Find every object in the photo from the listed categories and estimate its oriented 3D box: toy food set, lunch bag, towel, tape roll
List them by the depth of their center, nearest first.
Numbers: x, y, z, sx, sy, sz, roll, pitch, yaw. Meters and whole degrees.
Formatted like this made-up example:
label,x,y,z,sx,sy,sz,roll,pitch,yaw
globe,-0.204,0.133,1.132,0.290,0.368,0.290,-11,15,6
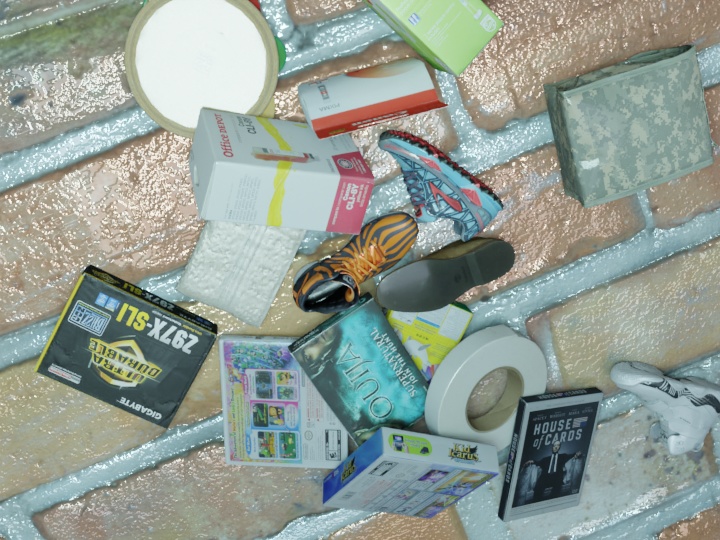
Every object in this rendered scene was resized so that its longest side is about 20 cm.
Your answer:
label,x,y,z,sx,sy,sz,roll,pitch,yaw
toy food set,-0.196,-0.264,1.063,0.199,0.049,0.199,9,105,-10
lunch bag,0.364,-0.196,1.123,0.199,0.118,0.165,-16,107,2
towel,-0.155,-0.034,1.145,0.132,0.034,0.201,25,101,-12
tape roll,0.183,0.177,1.210,0.202,0.037,0.204,-14,119,-27

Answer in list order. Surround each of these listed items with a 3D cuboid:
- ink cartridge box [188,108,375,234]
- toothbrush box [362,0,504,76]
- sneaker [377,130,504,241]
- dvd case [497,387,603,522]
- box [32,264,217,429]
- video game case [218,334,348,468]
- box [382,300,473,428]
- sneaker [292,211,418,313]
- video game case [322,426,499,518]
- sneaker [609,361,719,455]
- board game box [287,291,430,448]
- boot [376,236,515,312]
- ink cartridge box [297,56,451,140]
label,x,y,z,sx,sy,sz,roll,pitch,yaw
ink cartridge box,-0.101,-0.123,1.040,0.199,0.145,0.084,4,124,-22
toothbrush box,0.061,-0.338,1.025,0.200,0.146,0.086,41,98,-17
sneaker,0.096,-0.109,1.133,0.200,0.079,0.096,34,101,-15
dvd case,0.288,0.278,1.274,0.150,0.025,0.201,-3,111,-27
box,-0.320,0.107,1.157,0.200,0.049,0.160,28,99,-14
video game case,-0.108,0.189,1.203,0.181,0.024,0.201,1,109,4
box,0.066,0.123,1.214,0.117,0.048,0.201,23,100,-14
sneaker,0.000,0.000,1.133,0.200,0.112,0.078,-36,108,4
video game case,0.067,0.292,1.194,0.181,0.046,0.200,14,141,-22
sneaker,0.459,0.213,1.278,0.199,0.075,0.115,14,101,-15
board game box,0.007,0.146,1.161,0.135,0.028,0.200,-34,113,-3
boot,0.109,0.002,1.159,0.199,0.075,0.074,-19,112,-13
ink cartridge box,0.009,-0.214,1.025,0.162,0.200,0.050,-15,108,-3
